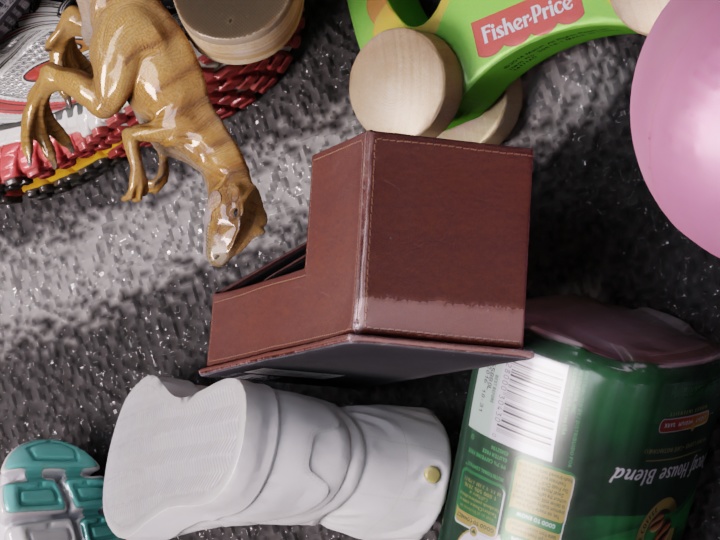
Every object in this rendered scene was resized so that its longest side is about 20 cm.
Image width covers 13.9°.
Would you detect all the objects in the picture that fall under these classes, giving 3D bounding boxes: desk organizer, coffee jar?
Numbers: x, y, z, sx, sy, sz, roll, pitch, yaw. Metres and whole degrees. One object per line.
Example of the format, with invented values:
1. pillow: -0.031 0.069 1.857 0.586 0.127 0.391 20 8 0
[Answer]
1. desk organizer: 0.000 0.000 1.145 0.200 0.071 0.077 163 111 -71
2. coffee jar: 0.076 0.115 1.154 0.085 0.104 0.201 21 105 30

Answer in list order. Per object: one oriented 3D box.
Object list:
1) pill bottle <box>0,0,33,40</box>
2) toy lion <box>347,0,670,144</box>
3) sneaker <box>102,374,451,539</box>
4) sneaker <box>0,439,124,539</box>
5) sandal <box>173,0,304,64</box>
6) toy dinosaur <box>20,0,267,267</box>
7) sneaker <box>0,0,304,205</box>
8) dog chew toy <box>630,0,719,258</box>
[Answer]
1. pill bottle: -0.148 -0.186 1.249 0.106 0.106 0.200 40 90 23
2. toy lion: 0.074 -0.164 1.163 0.199 0.069 0.192 -21 76 32
3. sneaker: -0.033 0.087 1.236 0.200 0.115 0.074 174 107 -68
4. sneaker: -0.140 0.179 1.326 0.091 0.077 0.201 -17 81 48
5. sandal: -0.037 -0.171 1.220 0.077 0.070 0.213 4 65 11
6. toy dinosaur: -0.095 -0.095 1.170 0.106 0.060 0.201 -25 96 41
7. sneaker: -0.112 -0.092 1.271 0.199 0.078 0.082 -20 82 32
8. dog chew toy: 0.177 -0.035 1.021 0.125 0.124 0.200 -64 34 19
